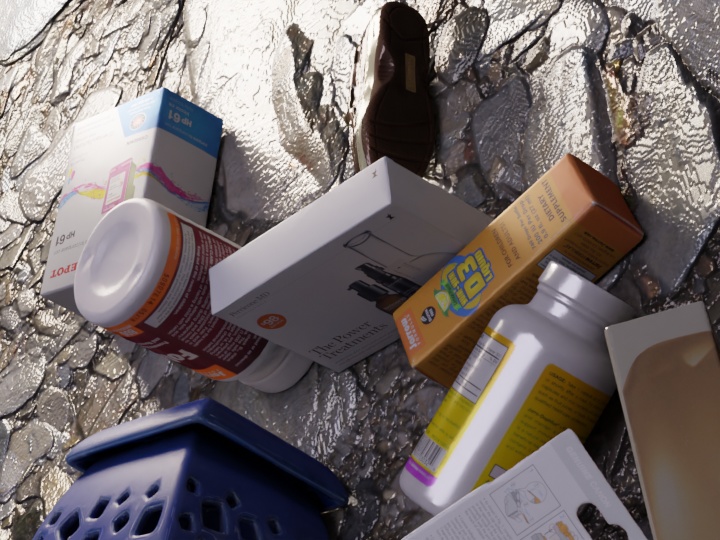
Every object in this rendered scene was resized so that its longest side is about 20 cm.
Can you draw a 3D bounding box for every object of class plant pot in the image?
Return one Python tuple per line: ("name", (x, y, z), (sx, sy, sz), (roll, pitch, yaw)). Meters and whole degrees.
("plant pot", (-0.136, 0.220, 1.524), (0.200, 0.200, 0.180), (-20, 49, 41))

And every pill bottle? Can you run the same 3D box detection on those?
("pill bottle", (-0.134, 0.027, 1.629), (0.114, 0.200, 0.114), (-27, 49, 36))
("pill bottle", (0.119, 0.097, 1.385), (0.104, 0.104, 0.200), (33, 93, 51))

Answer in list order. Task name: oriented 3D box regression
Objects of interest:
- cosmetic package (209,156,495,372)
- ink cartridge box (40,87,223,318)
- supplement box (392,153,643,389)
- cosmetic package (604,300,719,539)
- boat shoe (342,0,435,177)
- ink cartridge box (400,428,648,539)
("cosmetic package", (0.000, 0.000, 1.538), (0.200, 0.151, 0.052), (-32, 47, 33))
("ink cartridge box", (-0.224, -0.060, 1.874), (0.144, 0.085, 0.200), (-17, 57, 41))
("supplement box", (0.119, 0.006, 1.471), (0.200, 0.069, 0.067), (-45, 40, 21))
("cosmetic package", (0.220, 0.133, 1.241), (0.071, 0.105, 0.200), (-16, 54, 10))
("boat shoe", (0.020, -0.136, 1.672), (0.075, 0.075, 0.202), (-36, 37, 48))
("ink cartridge box", (0.109, 0.228, 1.307), (0.200, 0.057, 0.163), (-36, 80, 8))
